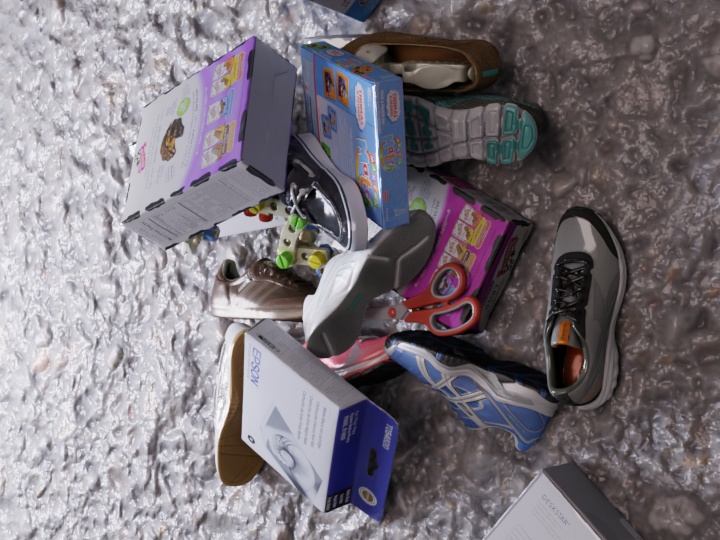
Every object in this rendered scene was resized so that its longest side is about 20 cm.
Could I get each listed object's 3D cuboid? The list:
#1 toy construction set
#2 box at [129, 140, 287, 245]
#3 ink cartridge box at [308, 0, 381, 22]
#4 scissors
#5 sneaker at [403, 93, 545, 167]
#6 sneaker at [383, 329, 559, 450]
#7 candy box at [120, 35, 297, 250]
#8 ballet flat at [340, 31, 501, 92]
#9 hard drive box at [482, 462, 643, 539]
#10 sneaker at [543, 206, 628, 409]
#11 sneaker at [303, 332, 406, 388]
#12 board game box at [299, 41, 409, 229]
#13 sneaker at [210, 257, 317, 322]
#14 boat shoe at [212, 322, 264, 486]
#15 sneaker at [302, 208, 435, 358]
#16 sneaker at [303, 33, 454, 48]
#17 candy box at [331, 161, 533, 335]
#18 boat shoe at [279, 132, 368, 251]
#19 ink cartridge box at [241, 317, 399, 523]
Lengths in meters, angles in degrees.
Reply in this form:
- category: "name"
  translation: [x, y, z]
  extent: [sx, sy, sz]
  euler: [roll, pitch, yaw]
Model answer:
- category: "toy construction set"
  translation: [-0.118, -0.064, 1.362]
  extent: [0.196, 0.093, 0.133]
  euler: [8, 122, 9]
- category: "box"
  translation: [-0.183, -0.113, 1.447]
  extent: [0.197, 0.036, 0.146]
  euler: [-9, 113, 35]
- category: "ink cartridge box"
  translation: [-0.046, -0.400, 1.303]
  extent: [0.147, 0.199, 0.147]
  euler: [-48, 63, 24]
- category: "scissors"
  translation: [0.046, 0.051, 1.255]
  extent: [0.198, 0.014, 0.074]
  euler: [-23, 78, 36]
- category: "sneaker"
  translation: [0.108, -0.155, 1.244]
  extent: [0.197, 0.091, 0.079]
  euler: [11, 114, 28]
- category: "sneaker"
  translation: [0.109, 0.122, 1.221]
  extent: [0.198, 0.075, 0.078]
  euler: [24, 108, 21]
- category: "candy box"
  translation: [-0.168, -0.138, 1.292]
  extent: [0.198, 0.071, 0.170]
  euler: [-23, 51, 36]
- category: "ballet flat"
  translation: [0.050, -0.213, 1.231]
  extent: [0.197, 0.072, 0.069]
  euler: [8, 115, 23]
- category: "hard drive box"
  translation: [0.189, 0.321, 1.165]
  extent: [0.156, 0.076, 0.201]
  euler: [48, 115, 28]
- category: "sneaker"
  translation: [0.219, 0.036, 1.159]
  extent: [0.073, 0.079, 0.204]
  euler: [-3, 84, 37]
- category: "sneaker"
  translation: [-0.023, 0.095, 1.335]
  extent: [0.198, 0.073, 0.088]
  euler: [-25, 72, 33]
- category: "board game box"
  translation: [-0.008, -0.148, 1.235]
  extent: [0.200, 0.036, 0.154]
  euler: [-138, 40, -58]
- category: "sneaker"
  translation: [-0.107, 0.023, 1.403]
  extent: [0.197, 0.070, 0.077]
  euler: [0, 86, 36]
- category: "boat shoe"
  translation: [-0.148, 0.162, 1.433]
  extent: [0.069, 0.070, 0.204]
  euler: [30, 114, 60]
- category: "sneaker"
  translation: [0.000, 0.000, 1.256]
  extent: [0.200, 0.070, 0.081]
  euler: [-47, 38, 19]
- category: "sneaker"
  translation: [0.026, -0.209, 1.329]
  extent: [0.197, 0.073, 0.118]
  euler: [7, 106, 31]
- category: "candy box"
  translation: [0.075, -0.039, 1.278]
  extent: [0.199, 0.061, 0.138]
  euler: [35, 110, 31]
- category: "boat shoe"
  translation: [-0.053, -0.083, 1.241]
  extent: [0.201, 0.067, 0.073]
  euler: [-123, 31, -45]
- category: "ink cartridge box"
  translation: [-0.052, 0.179, 1.294]
  extent: [0.199, 0.040, 0.202]
  euler: [35, 141, 25]
